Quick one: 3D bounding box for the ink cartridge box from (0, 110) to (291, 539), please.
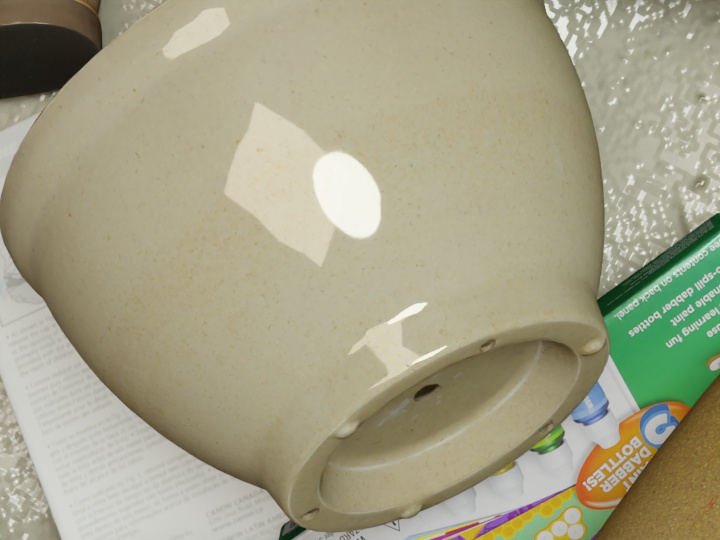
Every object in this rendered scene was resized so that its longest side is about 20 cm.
[{"bbox_3d":[-0.056,0.021,1.110,0.160,0.047,0.200,-25,76,10],"label":"ink cartridge box"}]

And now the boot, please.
[{"bbox_3d":[-0.197,-0.105,1.148,0.200,0.074,0.076,-5,65,8],"label":"boot"}]

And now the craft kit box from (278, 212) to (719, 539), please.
[{"bbox_3d":[0.106,0.117,1.037,0.200,0.049,0.198,-37,97,7],"label":"craft kit box"}]

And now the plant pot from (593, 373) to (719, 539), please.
[{"bbox_3d":[0.141,0.121,0.924,0.186,0.186,0.200,17,68,14],"label":"plant pot"}]

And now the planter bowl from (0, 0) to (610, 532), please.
[{"bbox_3d":[0.000,0.000,0.960,0.200,0.200,0.135,-33,66,8],"label":"planter bowl"}]
